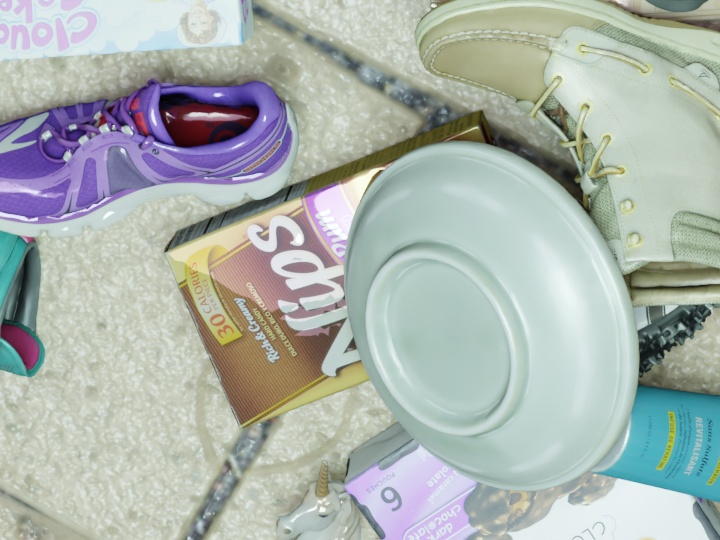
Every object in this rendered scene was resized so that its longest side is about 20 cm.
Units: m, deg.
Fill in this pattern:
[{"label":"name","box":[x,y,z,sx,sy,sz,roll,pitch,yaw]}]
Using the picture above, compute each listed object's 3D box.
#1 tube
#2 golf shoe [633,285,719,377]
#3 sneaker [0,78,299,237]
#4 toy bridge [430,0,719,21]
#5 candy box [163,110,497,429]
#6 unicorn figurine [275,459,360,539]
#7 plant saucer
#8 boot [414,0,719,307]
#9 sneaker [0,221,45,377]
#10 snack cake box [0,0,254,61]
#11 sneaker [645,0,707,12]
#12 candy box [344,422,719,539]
[{"label":"tube","box":[0.207,0.101,1.554,0.199,0.050,0.078,11,97,-37]},{"label":"golf shoe","box":[0.175,-0.012,1.545,0.200,0.078,0.095,-37,80,-21]},{"label":"sneaker","box":[-0.136,-0.078,1.554,0.199,0.084,0.081,-11,64,1]},{"label":"toy bridge","box":[0.131,-0.153,1.537,0.198,0.067,0.027,1,103,3]},{"label":"candy box","box":[0.000,0.000,1.586,0.199,0.056,0.117,-22,101,10]},{"label":"unicorn figurine","box":[-0.034,0.209,1.632,0.137,0.074,0.201,-32,113,3]},{"label":"plant saucer","box":[0.057,0.032,1.481,0.199,0.050,0.201,18,119,37]},{"label":"boot","box":[0.124,-0.064,1.476,0.199,0.072,0.156,10,65,-13]},{"label":"sneaker","box":[-0.248,0.042,1.601,0.120,0.084,0.201,30,102,7]},{"label":"snack cake box","box":[-0.165,-0.180,1.551,0.198,0.067,0.116,-4,101,4]},{"label":"sneaker","box":[0.210,-0.237,1.484,0.073,0.082,0.201,21,79,-6]},{"label":"candy box","box":[0.114,0.152,1.602,0.167,0.072,0.201,-34,98,9]}]
